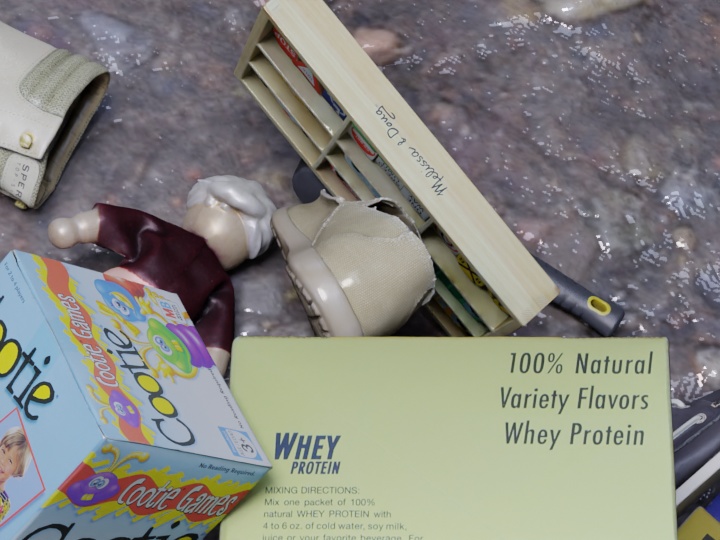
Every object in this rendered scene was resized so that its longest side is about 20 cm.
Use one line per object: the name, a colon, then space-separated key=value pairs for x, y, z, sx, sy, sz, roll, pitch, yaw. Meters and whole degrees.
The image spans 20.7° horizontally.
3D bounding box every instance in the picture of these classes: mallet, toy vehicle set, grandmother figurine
mallet: x=0.052 y=-0.016 z=1.088 sx=0.199 sy=0.041 sz=0.066 roll=38 pitch=58 yaw=8
toy vehicle set: x=0.014 y=-0.048 z=1.007 sx=0.026 sy=0.124 sz=0.200 roll=-39 pitch=88 yaw=-14
grandmother figurine: x=-0.113 y=0.016 z=1.018 sx=0.122 sy=0.060 sz=0.200 roll=52 pitch=54 yaw=-11

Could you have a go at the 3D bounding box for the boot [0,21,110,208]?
boot: x=-0.238 y=-0.072 z=1.037 sx=0.154 sy=0.072 sz=0.201 roll=30 pitch=55 yaw=4

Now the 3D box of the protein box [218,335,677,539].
protein box: x=0.040 y=0.148 z=0.879 sx=0.196 sy=0.135 sz=0.202 roll=0 pitch=63 yaw=4

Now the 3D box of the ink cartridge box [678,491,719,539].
ink cartridge box: x=0.212 y=0.214 z=0.966 sx=0.197 sy=0.047 sz=0.200 roll=39 pitch=60 yaw=16

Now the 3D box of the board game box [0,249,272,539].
board game box: x=-0.152 y=0.105 z=0.841 sx=0.103 sy=0.200 sz=0.105 roll=17 pitch=33 yaw=-50

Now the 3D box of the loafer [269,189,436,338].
loafer: x=0.000 y=0.000 z=0.982 sx=0.068 sy=0.200 sz=0.076 roll=-22 pitch=103 yaw=-1

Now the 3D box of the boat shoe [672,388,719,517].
boat shoe: x=0.158 y=0.090 z=1.019 sx=0.200 sy=0.073 sz=0.063 roll=-39 pitch=75 yaw=-26
